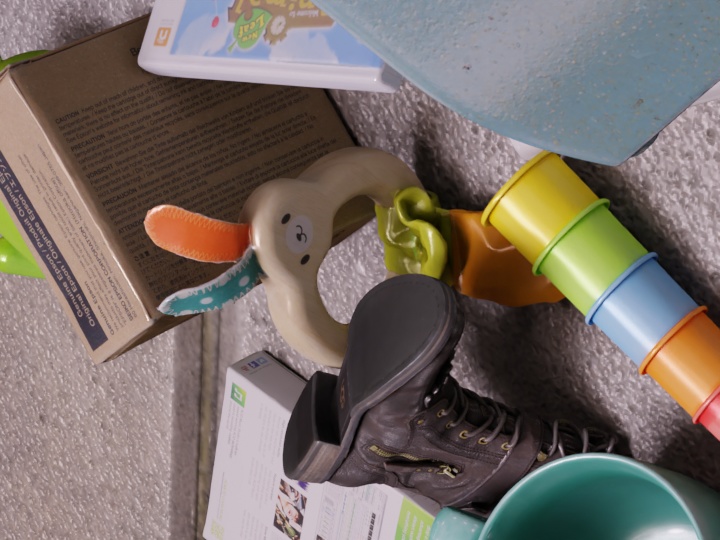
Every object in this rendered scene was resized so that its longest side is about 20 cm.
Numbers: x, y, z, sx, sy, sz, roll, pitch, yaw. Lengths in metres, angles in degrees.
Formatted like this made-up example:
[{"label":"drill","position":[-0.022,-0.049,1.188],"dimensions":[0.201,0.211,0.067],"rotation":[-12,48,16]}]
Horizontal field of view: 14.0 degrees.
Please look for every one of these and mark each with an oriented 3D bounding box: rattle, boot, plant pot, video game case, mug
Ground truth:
[{"label":"rattle","position":[0.000,0.000,1.597],"dimensions":[0.143,0.199,0.131],"rotation":[32,102,39]},{"label":"boot","position":[0.066,0.080,1.624],"dimensions":[0.200,0.173,0.070],"rotation":[130,149,-51]},{"label":"plant pot","position":[0.103,-0.169,1.387],"dimensions":[0.200,0.196,0.196],"rotation":[45,116,-8]},{"label":"video game case","position":[-0.029,-0.189,1.583],"dimensions":[0.199,0.022,0.183],"rotation":[8,79,46]},{"label":"mug","position":[0.142,0.171,1.593],"dimensions":[0.152,0.114,0.185],"rotation":[-43,57,18]}]

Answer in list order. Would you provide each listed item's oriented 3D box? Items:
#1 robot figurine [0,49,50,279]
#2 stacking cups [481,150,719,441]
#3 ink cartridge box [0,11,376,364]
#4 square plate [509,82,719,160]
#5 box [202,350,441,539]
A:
[{"label":"robot figurine","position":[-0.176,-0.057,1.820],"dimensions":[0.200,0.115,0.176],"rotation":[42,129,24]},{"label":"stacking cups","position":[0.155,0.022,1.566],"dimensions":[0.200,0.060,0.061],"rotation":[45,137,10]},{"label":"ink cartridge box","position":[-0.106,-0.061,1.679],"dimensions":[0.075,0.200,0.165],"rotation":[-36,82,49]},{"label":"square plate","position":[0.108,-0.167,1.530],"dimensions":[0.198,0.028,0.201],"rotation":[-16,98,50]},{"label":"box","position":[-0.012,0.160,1.828],"dimensions":[0.200,0.036,0.145],"rotation":[36,133,30]}]
